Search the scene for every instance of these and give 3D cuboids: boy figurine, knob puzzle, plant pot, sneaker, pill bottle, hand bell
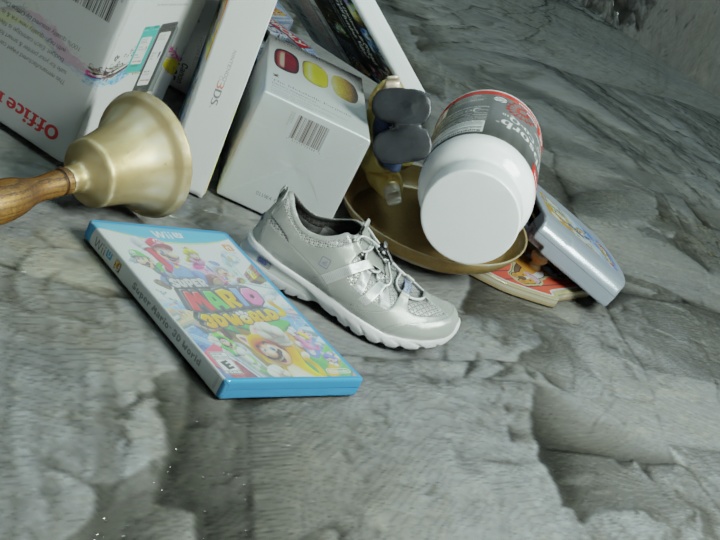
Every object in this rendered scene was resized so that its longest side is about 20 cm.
[{"bbox_3d":[0.032,-0.126,1.386,0.063,0.126,0.200,-1,-3,-1],"label":"boy figurine"},{"bbox_3d":[0.141,-0.030,1.498,0.218,0.031,0.220,25,22,-11],"label":"knob puzzle"},{"bbox_3d":[0.072,-0.050,1.416,0.197,0.028,0.201,15,28,-8],"label":"plant pot"},{"bbox_3d":[0.000,0.000,1.171,0.198,0.083,0.075,25,21,-11],"label":"sneaker"},{"bbox_3d":[0.116,-0.091,1.366,0.115,0.117,0.201,27,28,-4],"label":"pill bottle"},{"bbox_3d":[-0.230,-0.064,1.059,0.104,0.105,0.199,36,35,20],"label":"hand bell"}]

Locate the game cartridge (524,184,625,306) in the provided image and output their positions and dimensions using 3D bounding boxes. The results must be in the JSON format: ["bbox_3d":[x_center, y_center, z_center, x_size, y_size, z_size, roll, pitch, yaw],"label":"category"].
[{"bbox_3d":[0.233,-0.032,1.566,0.133,0.042,0.200,35,15,-12],"label":"game cartridge"}]

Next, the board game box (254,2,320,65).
[{"bbox_3d":[-0.127,-0.279,1.681,0.199,0.062,0.199,37,23,20],"label":"board game box"}]

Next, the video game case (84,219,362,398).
[{"bbox_3d":[-0.105,0.028,1.064,0.142,0.018,0.200,4,32,-47],"label":"video game case"}]

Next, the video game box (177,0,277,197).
[{"bbox_3d":[-0.126,-0.193,1.293,0.046,0.202,0.183,18,22,-13],"label":"video game box"}]

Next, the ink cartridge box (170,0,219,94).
[{"bbox_3d":[-0.201,-0.281,1.448,0.198,0.147,0.083,28,50,-2],"label":"ink cartridge box"}]

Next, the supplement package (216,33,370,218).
[{"bbox_3d":[-0.065,-0.135,1.359,0.113,0.110,0.201,24,21,-13],"label":"supplement package"}]

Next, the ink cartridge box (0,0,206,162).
[{"bbox_3d":[-0.239,-0.221,1.207,0.146,0.201,0.146,32,20,11],"label":"ink cartridge box"}]

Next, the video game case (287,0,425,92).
[{"bbox_3d":[-0.029,-0.267,1.400,0.181,0.023,0.200,39,-10,40],"label":"video game case"}]
